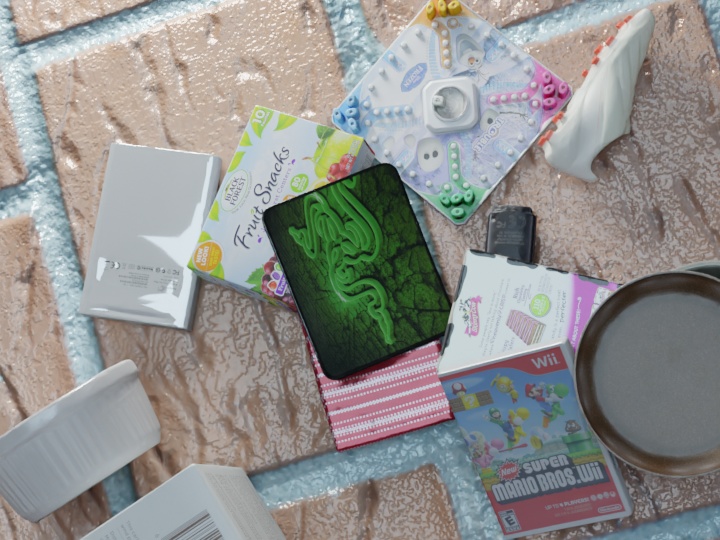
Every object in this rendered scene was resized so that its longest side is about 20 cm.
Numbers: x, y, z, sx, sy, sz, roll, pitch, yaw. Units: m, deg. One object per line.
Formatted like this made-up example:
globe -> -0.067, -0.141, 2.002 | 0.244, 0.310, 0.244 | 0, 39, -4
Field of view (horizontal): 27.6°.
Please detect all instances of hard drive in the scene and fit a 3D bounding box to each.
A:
hard drive -> -0.239, -0.039, 1.671 | 0.131, 0.026, 0.201 | 8, 81, 11

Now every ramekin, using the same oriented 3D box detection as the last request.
ramekin -> -0.303, 0.186, 1.561 | 0.202, 0.202, 0.094 | -33, 89, 3

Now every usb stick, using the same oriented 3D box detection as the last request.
usb stick -> 0.157, 0.029, 1.584 | 0.055, 0.033, 0.201 | 3, 81, 13

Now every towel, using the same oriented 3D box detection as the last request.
towel -> 0.016, 0.085, 1.605 | 0.144, 0.022, 0.201 | -17, 78, 7

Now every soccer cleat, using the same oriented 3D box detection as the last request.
soccer cleat -> 0.271, -0.189, 1.592 | 0.077, 0.069, 0.200 | 33, 87, -2

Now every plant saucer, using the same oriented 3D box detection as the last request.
plant saucer -> 0.309, 0.101, 1.432 | 0.199, 0.032, 0.201 | -1, 85, 8

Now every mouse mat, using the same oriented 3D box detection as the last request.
mouse mat -> 0.000, 0.000, 1.575 | 0.160, 0.008, 0.201 | -22, 88, -12

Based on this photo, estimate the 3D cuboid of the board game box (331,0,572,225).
board game box -> 0.100, -0.187, 1.638 | 0.200, 0.026, 0.200 | 40, 88, 15

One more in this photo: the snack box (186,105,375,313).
snack box -> -0.087, -0.068, 1.623 | 0.142, 0.053, 0.201 | 18, 80, 22

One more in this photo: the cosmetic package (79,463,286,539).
cosmetic package -> -0.168, 0.312, 1.504 | 0.166, 0.200, 0.168 | -35, 76, 3

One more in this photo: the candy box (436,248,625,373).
candy box -> 0.192, 0.067, 1.520 | 0.199, 0.061, 0.137 | 14, 86, 13

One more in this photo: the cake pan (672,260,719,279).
cake pan -> 0.370, 0.091, 1.531 | 0.199, 0.037, 0.201 | -2, 79, 10

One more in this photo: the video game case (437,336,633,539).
video game case -> 0.179, 0.174, 1.494 | 0.143, 0.017, 0.201 | -16, 105, 25
